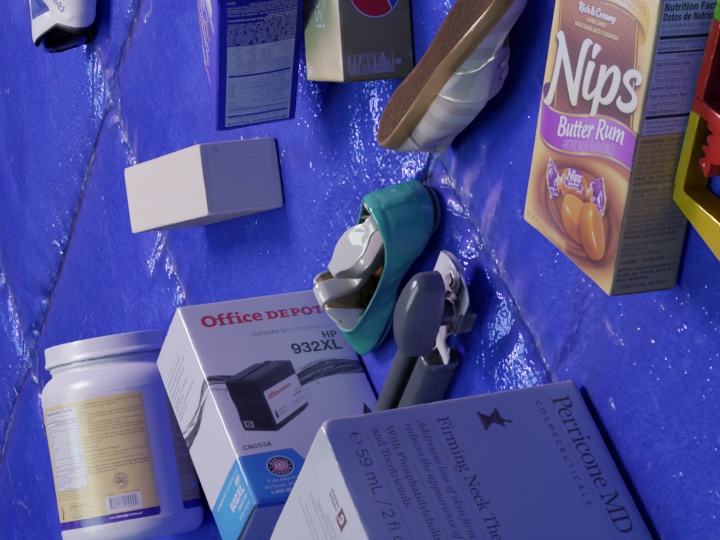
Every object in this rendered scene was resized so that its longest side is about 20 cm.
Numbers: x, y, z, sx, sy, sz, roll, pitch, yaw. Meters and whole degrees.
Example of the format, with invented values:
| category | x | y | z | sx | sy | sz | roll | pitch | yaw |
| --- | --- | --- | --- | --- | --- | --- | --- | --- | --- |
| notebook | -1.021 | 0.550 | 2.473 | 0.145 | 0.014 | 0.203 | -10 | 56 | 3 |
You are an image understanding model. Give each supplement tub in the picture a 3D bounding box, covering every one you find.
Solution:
| category | x | y | z | sx | sy | sz | roll | pitch | yaw |
| --- | --- | --- | --- | --- | --- | --- | --- | --- | --- |
| supplement tub | -0.239 | 0.169 | 2.192 | 0.145 | 0.144 | 0.202 | -20 | 78 | 64 |

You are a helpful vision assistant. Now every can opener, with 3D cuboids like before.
| category | x | y | z | sx | sy | sz | roll | pitch | yaw |
| --- | --- | --- | --- | --- | --- | --- | --- | --- | --- |
| can opener | 0.037 | 0.066 | 1.677 | 0.054 | 0.066 | 0.201 | 64 | 148 | 35 |

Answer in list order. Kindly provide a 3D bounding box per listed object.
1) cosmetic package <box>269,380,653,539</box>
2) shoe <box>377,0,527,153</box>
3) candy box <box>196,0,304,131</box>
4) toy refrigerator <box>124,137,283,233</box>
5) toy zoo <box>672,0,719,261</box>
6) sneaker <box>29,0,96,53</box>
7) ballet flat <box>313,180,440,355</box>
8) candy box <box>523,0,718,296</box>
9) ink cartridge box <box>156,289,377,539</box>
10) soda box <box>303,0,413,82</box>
| category | x | y | z | sx | sy | sz | roll | pitch | yaw |
| --- | --- | --- | --- | --- | --- | --- | --- | --- | --- |
| cosmetic package | 0.067 | 0.199 | 1.495 | 0.168 | 0.198 | 0.167 | 65 | 150 | 32 |
| shoe | 0.075 | -0.145 | 1.572 | 0.200 | 0.053 | 0.070 | -50 | 20 | 52 |
| candy box | -0.093 | -0.237 | 1.776 | 0.200 | 0.076 | 0.170 | 100 | 162 | -63 |
| toy refrigerator | -0.146 | -0.079 | 2.013 | 0.200 | 0.075 | 0.071 | -10 | 88 | 65 |
| toy zoo | 0.236 | -0.073 | 1.278 | 0.131 | 0.020 | 0.201 | 50 | 139 | 49 |
| sneaker | -0.331 | -0.296 | 2.336 | 0.199 | 0.080 | 0.116 | 41 | 130 | 52 |
| ballet flat | 0.000 | 0.000 | 1.733 | 0.068 | 0.070 | 0.201 | 67 | 150 | 29 |
| candy box | 0.163 | -0.100 | 1.384 | 0.117 | 0.056 | 0.202 | 46 | 135 | 52 |
| ink cartridge box | -0.066 | 0.122 | 1.816 | 0.201 | 0.144 | 0.084 | 65 | 149 | 32 |
| soda box | -0.007 | -0.247 | 1.691 | 0.068 | 0.064 | 0.202 | 12 | 106 | 63 |
